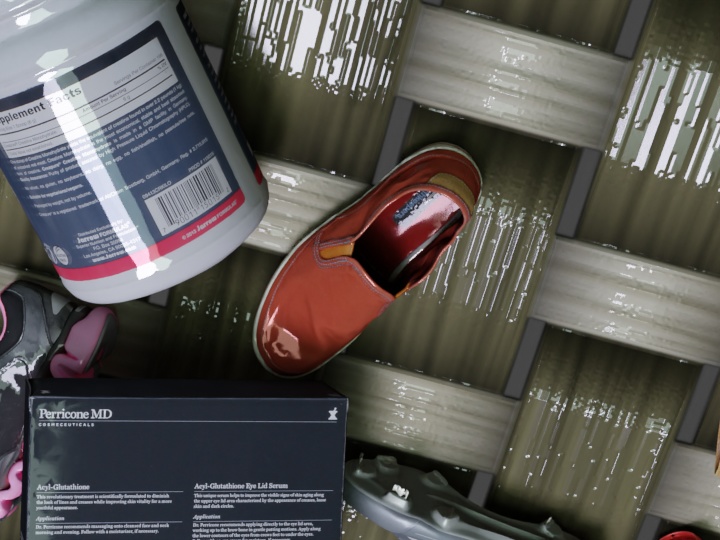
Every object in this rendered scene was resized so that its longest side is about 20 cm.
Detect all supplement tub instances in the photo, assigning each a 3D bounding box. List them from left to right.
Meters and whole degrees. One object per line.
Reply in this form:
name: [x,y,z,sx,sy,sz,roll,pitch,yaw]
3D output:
supplement tub: [-0.152,-0.095,0.911,0.140,0.140,0.201,-20,112,13]

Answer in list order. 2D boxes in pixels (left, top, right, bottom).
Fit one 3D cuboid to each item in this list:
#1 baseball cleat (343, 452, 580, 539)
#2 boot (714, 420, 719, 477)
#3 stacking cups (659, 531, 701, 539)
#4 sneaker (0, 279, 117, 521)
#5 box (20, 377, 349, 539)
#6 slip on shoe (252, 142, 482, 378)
baseball cleat: [0.065,0.203,1.074,0.199,0.070,0.107,23,114,-6]
boot: [0.312,0.144,1.038,0.143,0.071,0.202,1,112,10]
stacking cups: [0.265,0.275,1.105,0.060,0.061,0.201,-20,109,13]
sneaker: [-0.246,0.094,1.041,0.095,0.079,0.201,30,98,-2]
box: [-0.114,0.143,0.983,0.199,0.079,0.142,2,97,-15]
slip on shoe: [0.000,0.000,0.989,0.074,0.061,0.200,40,113,-16]
